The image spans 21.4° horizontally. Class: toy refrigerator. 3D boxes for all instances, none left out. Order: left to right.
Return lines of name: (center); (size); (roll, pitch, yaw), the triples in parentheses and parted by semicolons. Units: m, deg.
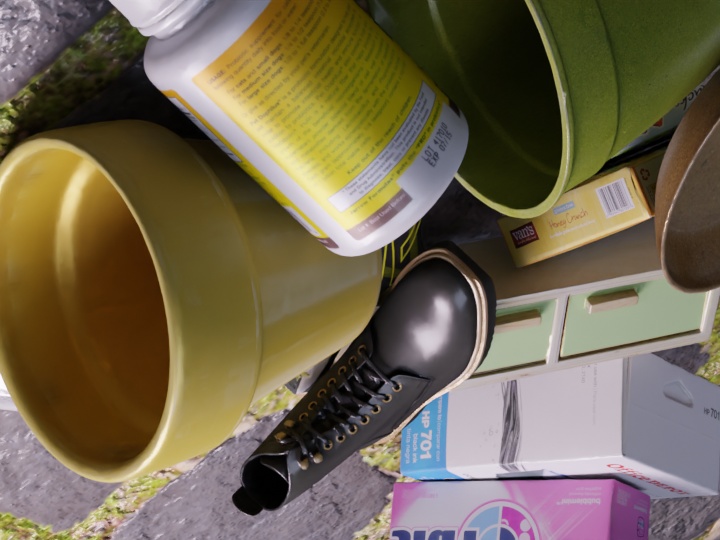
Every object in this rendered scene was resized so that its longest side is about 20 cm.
toy refrigerator: (0.143, 0.020, 1.291); (0.198, 0.070, 0.076); (-9, 130, -18)

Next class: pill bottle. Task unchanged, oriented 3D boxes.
pill bottle: (-0.041, -0.108, 1.038); (0.109, 0.109, 0.200); (-39, 114, 17)

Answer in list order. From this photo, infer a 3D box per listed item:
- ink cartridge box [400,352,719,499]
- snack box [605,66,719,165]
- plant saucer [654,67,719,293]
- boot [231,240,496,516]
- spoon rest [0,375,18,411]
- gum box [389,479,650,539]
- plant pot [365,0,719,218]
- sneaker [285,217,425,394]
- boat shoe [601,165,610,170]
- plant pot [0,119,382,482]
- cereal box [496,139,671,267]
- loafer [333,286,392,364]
ink cartridge box: (0.150, 0.121, 1.431); (0.199, 0.087, 0.146); (-8, 159, 39)
snack box: (0.215, -0.121, 1.221); (0.199, 0.053, 0.142); (-24, 178, -4)
plant saucer: (0.236, -0.077, 1.121); (0.200, 0.035, 0.201); (-33, 146, -25)
boot: (0.001, 0.078, 1.209); (0.138, 0.077, 0.201); (-34, 160, -39)
spoon rest: (-0.249, 0.045, 1.179); (0.099, 0.061, 0.199); (-8, 162, 38)
gum box: (0.109, 0.217, 1.412); (0.199, 0.114, 0.066); (-5, 161, 34)
plant pot: (0.133, -0.160, 1.079); (0.192, 0.201, 0.201); (-26, 146, -20)
sneaker: (0.000, 0.000, 1.255); (0.084, 0.075, 0.201); (0, 128, -34)
boat shoe: (0.167, -0.001, 1.379); (0.062, 0.073, 0.201); (-21, 139, -4)
plant pot: (-0.097, 0.004, 1.134); (0.188, 0.201, 0.201); (-16, 146, -42)
cereal box: (0.205, -0.065, 1.242); (0.199, 0.040, 0.144); (-23, 180, -33)
loafer: (0.040, 0.040, 1.346); (0.198, 0.069, 0.076); (-9, 141, -18)
